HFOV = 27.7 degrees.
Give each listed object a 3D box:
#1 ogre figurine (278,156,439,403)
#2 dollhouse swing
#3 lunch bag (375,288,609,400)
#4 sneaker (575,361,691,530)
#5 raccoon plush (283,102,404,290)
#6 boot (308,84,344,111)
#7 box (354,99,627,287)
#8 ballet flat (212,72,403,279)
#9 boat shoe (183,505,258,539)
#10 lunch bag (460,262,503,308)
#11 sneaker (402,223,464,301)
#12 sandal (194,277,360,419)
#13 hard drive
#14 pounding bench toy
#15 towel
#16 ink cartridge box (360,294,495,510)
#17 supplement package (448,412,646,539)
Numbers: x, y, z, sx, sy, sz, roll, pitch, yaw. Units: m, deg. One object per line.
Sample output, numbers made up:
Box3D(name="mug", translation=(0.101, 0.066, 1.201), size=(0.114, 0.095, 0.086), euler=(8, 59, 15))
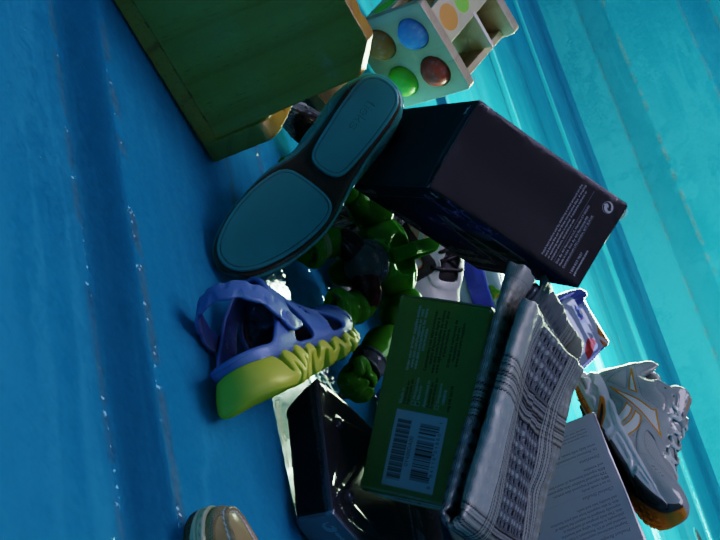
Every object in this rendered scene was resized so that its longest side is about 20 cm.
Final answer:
Box3D(name="ogre figurine", translation=(0.000, 0.000, 1.216), size=(0.120, 0.098, 0.200), euler=(-15, 69, -46))
Box3D(name="dollhouse swing", translation=(-0.087, -0.222, 1.160), size=(0.200, 0.175, 0.182), euler=(59, 18, -17))
Box3D(name="lunch bag", translation=(0.112, 0.089, 1.301), size=(0.200, 0.160, 0.076), euler=(-26, 93, -38))
Box3D(name="sneaker", translation=(0.254, 0.139, 1.268), size=(0.200, 0.092, 0.076), euler=(-111, 179, -55))
Box3D(name="raccoon plush", translation=(-0.019, -0.058, 1.354), size=(0.097, 0.134, 0.200), euler=(8, 24, -45))
Box3D(name="boot", translation=(-0.048, -0.232, 1.499), size=(0.200, 0.066, 0.176), euler=(41, 41, -53))
Box3D(name="box", translation=(0.091, -0.060, 1.123), size=(0.141, 0.079, 0.200), euler=(35, -6, -16))
Box3D(name="ballet flat", translation=(-0.037, -0.065, 1.128), size=(0.067, 0.200, 0.070), euler=(39, -11, 6))
Box3D(name="boat shoe", translation=(-0.037, 0.224, 0.849), size=(0.201, 0.076, 0.072), euler=(67, 17, 7))
Box3D(name="lunch bag", translation=(0.123, 0.035, 1.554), size=(0.161, 0.082, 0.201), euler=(71, 5, -60))
Box3D(name="sneaker", translation=(0.070, -0.031, 1.370), size=(0.074, 0.080, 0.201), euler=(-1, 82, -47))
Box3D(name="sandal", translation=(-0.060, 0.041, 1.047), size=(0.087, 0.079, 0.200), euler=(62, 15, 3))
Box3D(name="hard drive", translation=(0.008, 0.185, 1.106), size=(0.200, 0.042, 0.135), euler=(50, 22, -42))
Box3D(name="pounding bench toy", translation=(0.061, -0.290, 1.828), size=(0.124, 0.200, 0.156), euler=(56, 50, -22))
Box3D(name="towel", translation=(0.122, 0.113, 1.075), size=(0.193, 0.034, 0.201), euler=(45, 57, -59))
Box3D(name="ink cartridge box", translation=(0.085, 0.114, 1.126), size=(0.200, 0.075, 0.148), euler=(30, 71, -64))
Box3D(name="supplement package", translation=(0.166, 0.247, 1.261), size=(0.151, 0.151, 0.201), euler=(65, 3, -79))
